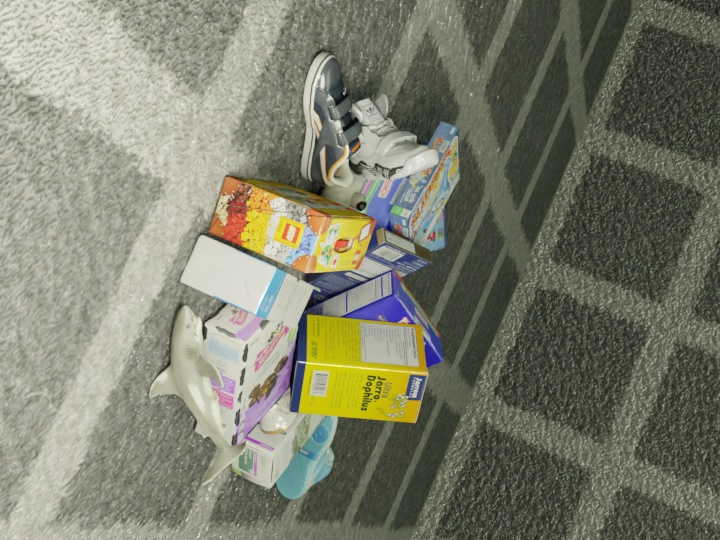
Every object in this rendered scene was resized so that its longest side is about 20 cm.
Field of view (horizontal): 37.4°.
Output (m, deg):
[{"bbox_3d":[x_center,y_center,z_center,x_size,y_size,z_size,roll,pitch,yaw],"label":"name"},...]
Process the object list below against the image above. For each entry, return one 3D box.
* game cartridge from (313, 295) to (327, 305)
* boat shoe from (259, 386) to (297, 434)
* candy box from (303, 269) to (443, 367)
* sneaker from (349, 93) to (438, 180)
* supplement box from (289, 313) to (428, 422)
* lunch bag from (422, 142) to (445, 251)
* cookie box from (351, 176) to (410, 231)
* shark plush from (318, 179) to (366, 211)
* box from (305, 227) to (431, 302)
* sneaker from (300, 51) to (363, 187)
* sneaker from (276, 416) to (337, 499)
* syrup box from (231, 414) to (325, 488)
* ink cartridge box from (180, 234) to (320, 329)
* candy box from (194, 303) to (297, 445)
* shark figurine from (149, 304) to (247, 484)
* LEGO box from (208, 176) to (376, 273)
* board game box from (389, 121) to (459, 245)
[{"bbox_3d":[-0.032,-0.028,1.790,0.133,0.040,0.202,-50,155,-53],"label":"game cartridge"},{"bbox_3d":[-0.115,0.176,1.727,0.201,0.070,0.070,-64,140,-52],"label":"boat shoe"},{"bbox_3d":[0.009,0.110,1.715,0.170,0.198,0.077,54,21,-35],"label":"candy box"},{"bbox_3d":[0.034,-0.195,1.543,0.075,0.199,0.116,-22,104,-28],"label":"sneaker"},{"bbox_3d":[-0.005,0.150,1.626,0.109,0.198,0.110,-92,-170,-52],"label":"supplement box"},{"bbox_3d":[0.114,-0.142,2.027,0.150,0.093,0.202,-12,113,-66],"label":"lunch bag"},{"bbox_3d":[0.047,-0.082,1.779,0.172,0.075,0.201,-60,161,-26],"label":"cookie box"},{"bbox_3d":[-0.039,-0.131,1.662,0.084,0.090,0.201,-56,-168,32],"label":"shark plush"},{"bbox_3d":[0.000,0.000,1.692,0.121,0.199,0.033,22,49,-45],"label":"box"},{"bbox_3d":[-0.034,-0.208,1.499,0.079,0.079,0.201,-49,153,-44],"label":"sneaker"},{"bbox_3d":[-0.082,0.322,1.991,0.201,0.079,0.130,-63,162,16],"label":"sneaker"},{"bbox_3d":[-0.130,0.256,1.757,0.200,0.081,0.079,-48,152,-47],"label":"syrup box"},{"bbox_3d":[-0.138,0.021,1.396,0.067,0.115,0.200,-67,162,-3],"label":"ink cartridge box"},{"bbox_3d":[-0.160,0.126,1.529,0.168,0.071,0.202,-47,153,-51],"label":"candy box"},{"bbox_3d":[-0.219,0.163,1.355,0.089,0.217,0.128,-16,173,-21],"label":"shark figurine"},{"bbox_3d":[-0.085,-0.060,1.404,0.078,0.148,0.200,-70,162,8],"label":"LEGO box"},{"bbox_3d":[0.106,-0.123,1.728,0.201,0.034,0.136,-61,160,-27],"label":"board game box"}]
